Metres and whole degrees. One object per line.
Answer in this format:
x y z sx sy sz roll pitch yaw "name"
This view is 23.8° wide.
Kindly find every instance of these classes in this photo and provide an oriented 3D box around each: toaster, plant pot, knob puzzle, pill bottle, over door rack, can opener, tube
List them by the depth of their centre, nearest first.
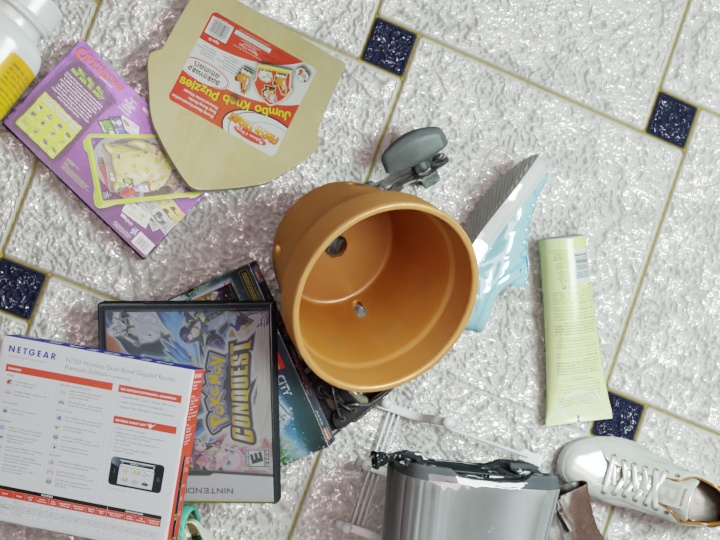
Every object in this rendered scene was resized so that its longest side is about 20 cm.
-0.384 -0.197 1.669 0.112 0.113 0.201 37 80 -8 "pill bottle"
0.098 0.252 1.692 0.198 0.114 0.131 7 91 -18 "toaster"
0.000 0.000 1.698 0.198 0.140 0.202 -11 119 -21 "plant pot"
-0.133 -0.169 1.761 0.217 0.030 0.222 3 78 -15 "knob puzzle"
0.088 0.231 1.779 0.198 0.067 0.149 21 83 -11 "over door rack"
0.006 -0.082 1.783 0.199 0.053 0.067 -33 110 -10 "can opener"
0.224 0.064 1.833 0.057 0.052 0.202 -5 92 28 "tube"

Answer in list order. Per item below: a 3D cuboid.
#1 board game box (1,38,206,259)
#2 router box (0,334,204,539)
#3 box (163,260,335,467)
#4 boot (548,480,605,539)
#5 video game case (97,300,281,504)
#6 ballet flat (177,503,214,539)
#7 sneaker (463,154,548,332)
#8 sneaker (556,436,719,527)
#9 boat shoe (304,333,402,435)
-0.252 -0.122 1.739 0.200 0.032 0.120 45 83 -8 "board game box"
-0.264 0.168 1.670 0.198 0.049 0.182 10 90 8 "router box"
-0.128 0.110 1.724 0.135 0.038 0.202 -23 92 10 "box"
0.181 0.329 1.785 0.199 0.072 0.168 -24 102 -26 "boot"
-0.170 0.131 1.700 0.179 0.025 0.202 0 96 9 "video game case"
-0.157 0.326 1.710 0.070 0.067 0.202 -20 90 20 "ballet flat"
0.151 -0.025 1.811 0.082 0.074 0.201 35 88 -18 "sneaker"
0.310 0.225 1.822 0.198 0.085 0.074 16 85 -9 "sneaker"
-0.015 0.120 1.760 0.199 0.065 0.072 -38 99 -9 "boat shoe"
